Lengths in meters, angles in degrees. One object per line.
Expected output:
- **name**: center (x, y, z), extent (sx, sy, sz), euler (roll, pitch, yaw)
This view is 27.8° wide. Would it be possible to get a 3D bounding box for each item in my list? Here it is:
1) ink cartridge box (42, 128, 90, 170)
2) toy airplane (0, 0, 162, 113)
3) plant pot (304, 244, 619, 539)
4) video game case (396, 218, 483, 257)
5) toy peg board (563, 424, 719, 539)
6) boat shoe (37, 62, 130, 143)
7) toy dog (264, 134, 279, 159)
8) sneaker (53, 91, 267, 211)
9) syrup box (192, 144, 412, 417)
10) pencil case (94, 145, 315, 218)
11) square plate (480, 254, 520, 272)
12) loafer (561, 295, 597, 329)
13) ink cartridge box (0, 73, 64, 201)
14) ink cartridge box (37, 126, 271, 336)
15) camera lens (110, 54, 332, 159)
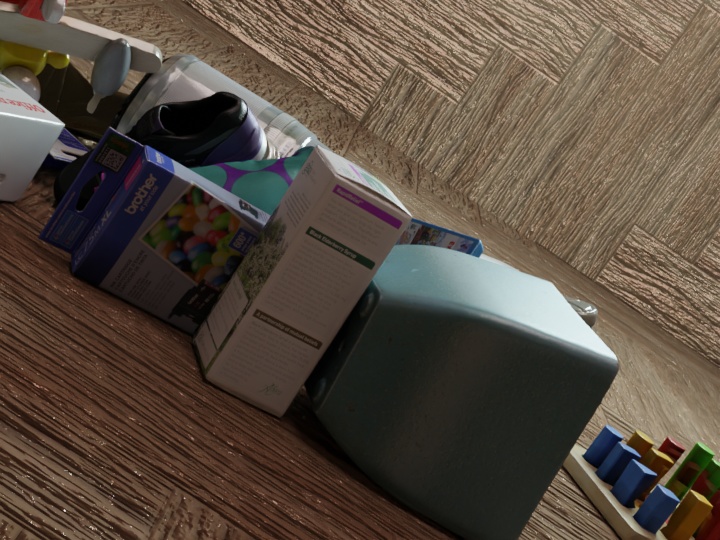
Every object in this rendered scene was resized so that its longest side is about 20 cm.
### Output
- **ink cartridge box**: center (-0.336, -0.145, 1.428), extent (0.200, 0.037, 0.095), euler (38, 12, 26)
- **toy airplane**: center (-0.311, -0.219, 1.370), extent (0.199, 0.142, 0.199), euler (3, -10, 17)
- **plant pot**: center (0.060, 0.087, 1.234), extent (0.199, 0.196, 0.196), euler (24, 14, -19)
- **video game case**: center (0.000, 0.000, 1.410), extent (0.200, 0.143, 0.018), euler (19, -30, 32)
- **toy peg board**: center (0.346, 0.245, 1.622), extent (0.199, 0.098, 0.200), euler (29, 12, -28)
- **boat shoe**: center (-0.303, -0.176, 1.601), extent (0.200, 0.072, 0.066), euler (22, -18, -3)
- **toy dog**: center (-0.131, -0.029, 1.364), extent (0.131, 0.096, 0.201), euler (-6, 58, -12)
- **sneaker**: center (-0.190, -0.115, 1.307), extent (0.088, 0.199, 0.076), euler (64, 8, -61)
- **syrup box**: center (-0.049, 0.008, 1.183), extent (0.081, 0.200, 0.079), euler (30, 11, -24)
- **pencil case**: center (-0.129, -0.056, 1.272), extent (0.199, 0.085, 0.093), euler (-7, 38, -11)
- **square plate**: center (0.109, 0.005, 1.557), extent (0.197, 0.029, 0.200), euler (21, 15, -6)
- **loafer**: center (0.129, 0.045, 1.395), extent (0.199, 0.063, 0.072), euler (14, 16, 32)
- **ink cartridge box**: center (-0.369, -0.150, 1.215), extent (0.200, 0.084, 0.145), euler (37, 11, 13)
- **ink cartridge box**: center (-0.152, -0.020, 1.211), extent (0.200, 0.119, 0.042), euler (30, 16, -23)
- **camera lens**: center (-0.149, -0.112, 1.488), extent (0.200, 0.160, 0.160), euler (32, 10, 5)
